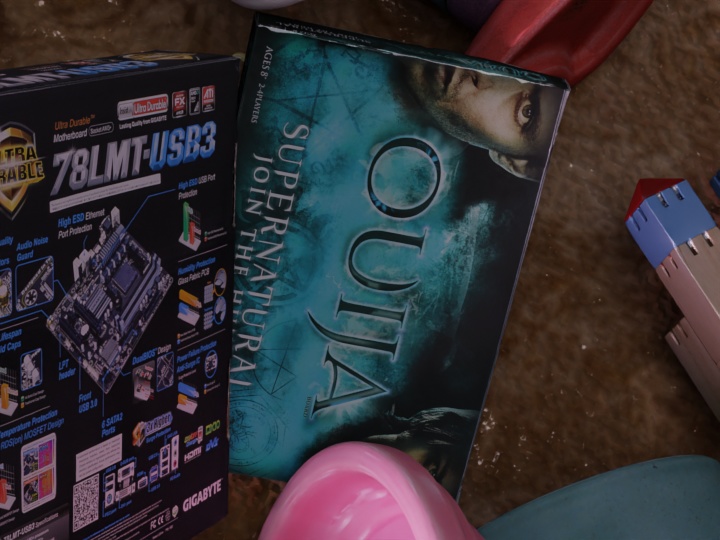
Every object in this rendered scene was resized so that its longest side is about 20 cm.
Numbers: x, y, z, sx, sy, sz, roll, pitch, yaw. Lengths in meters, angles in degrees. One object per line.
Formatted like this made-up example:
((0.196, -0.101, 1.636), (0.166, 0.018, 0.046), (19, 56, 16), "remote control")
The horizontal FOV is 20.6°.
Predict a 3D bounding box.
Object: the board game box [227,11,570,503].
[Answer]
((0.000, 0.000, 0.849), (0.135, 0.028, 0.200), (10, 110, -9), "board game box")

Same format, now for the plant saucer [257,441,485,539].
((0.006, 0.171, 0.794), (0.051, 0.200, 0.201), (9, 79, -27), "plant saucer")

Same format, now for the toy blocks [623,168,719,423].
((0.209, -0.004, 0.902), (0.200, 0.100, 0.137), (-25, 74, -23), "toy blocks")

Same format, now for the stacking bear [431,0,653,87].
((0.041, -0.184, 0.897), (0.200, 0.114, 0.121), (50, 36, 14), "stacking bear")

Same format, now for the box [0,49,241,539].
((-0.109, 0.023, 0.741), (0.050, 0.200, 0.199), (5, 102, 22), "box")

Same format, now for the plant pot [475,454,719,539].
((0.120, 0.186, 0.811), (0.200, 0.200, 0.188), (-18, 69, -10), "plant pot")

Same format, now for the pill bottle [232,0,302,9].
((-0.062, -0.208, 0.780), (0.104, 0.104, 0.200), (-44, 121, -12), "pill bottle")

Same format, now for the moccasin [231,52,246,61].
((-0.062, -0.052, 0.875), (0.201, 0.078, 0.074), (-4, 82, -8), "moccasin")
